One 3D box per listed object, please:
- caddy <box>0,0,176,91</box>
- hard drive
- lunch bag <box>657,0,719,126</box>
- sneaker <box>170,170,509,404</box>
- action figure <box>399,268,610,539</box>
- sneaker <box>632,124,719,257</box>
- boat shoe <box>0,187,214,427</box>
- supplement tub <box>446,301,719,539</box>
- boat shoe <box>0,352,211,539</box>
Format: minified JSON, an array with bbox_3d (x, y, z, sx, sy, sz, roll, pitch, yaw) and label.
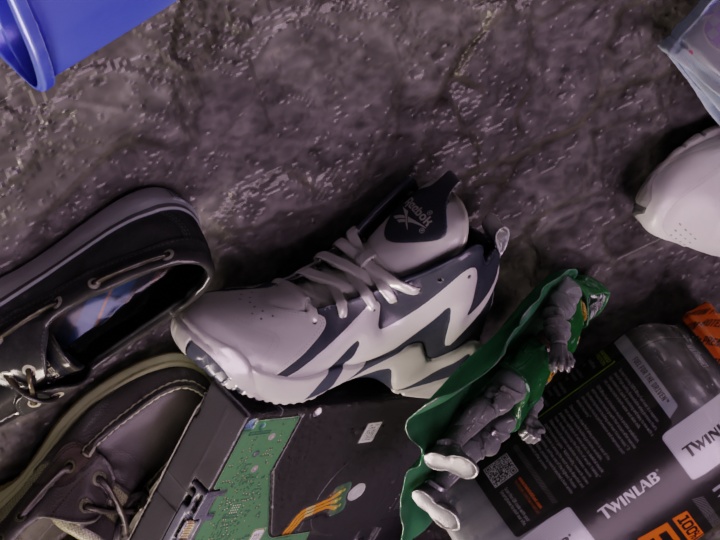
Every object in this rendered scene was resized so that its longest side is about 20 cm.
[{"bbox_3d":[-0.161,-0.170,1.243,0.105,0.141,0.200,-30,135,-11],"label":"caddy"},{"bbox_3d":[-0.032,0.115,1.595,0.200,0.038,0.140,-5,131,-49],"label":"hard drive"},{"bbox_3d":[0.285,-0.109,1.550,0.200,0.127,0.170,43,92,-7],"label":"lunch bag"},{"bbox_3d":[0.000,0.000,1.523,0.199,0.079,0.130,8,121,-36],"label":"sneaker"},{"bbox_3d":[0.086,0.059,1.581,0.200,0.055,0.118,-50,164,-44],"label":"action figure"},{"bbox_3d":[0.245,-0.030,1.633,0.200,0.087,0.075,3,128,-30],"label":"sneaker"},{"bbox_3d":[-0.161,0.035,1.476,0.200,0.057,0.069,-38,136,4],"label":"boat shoe"},{"bbox_3d":[0.149,0.114,1.675,0.200,0.123,0.123,-37,136,3],"label":"supplement tub"},{"bbox_3d":[-0.151,0.129,1.554,0.201,0.066,0.072,-40,135,6],"label":"boat shoe"}]
